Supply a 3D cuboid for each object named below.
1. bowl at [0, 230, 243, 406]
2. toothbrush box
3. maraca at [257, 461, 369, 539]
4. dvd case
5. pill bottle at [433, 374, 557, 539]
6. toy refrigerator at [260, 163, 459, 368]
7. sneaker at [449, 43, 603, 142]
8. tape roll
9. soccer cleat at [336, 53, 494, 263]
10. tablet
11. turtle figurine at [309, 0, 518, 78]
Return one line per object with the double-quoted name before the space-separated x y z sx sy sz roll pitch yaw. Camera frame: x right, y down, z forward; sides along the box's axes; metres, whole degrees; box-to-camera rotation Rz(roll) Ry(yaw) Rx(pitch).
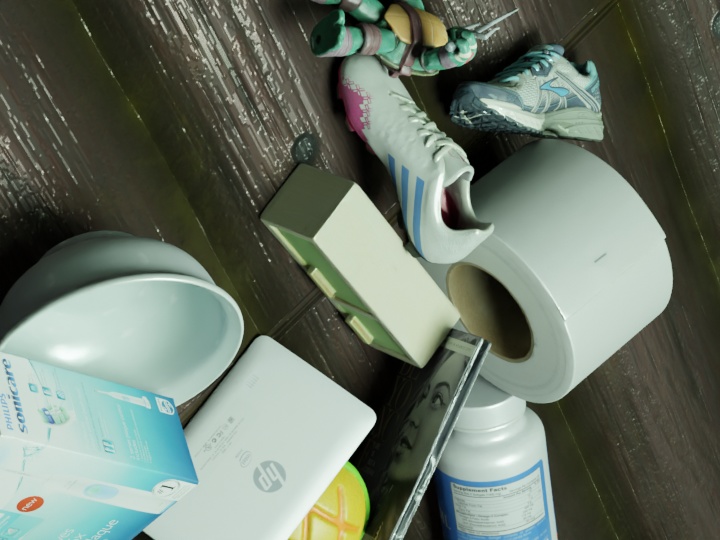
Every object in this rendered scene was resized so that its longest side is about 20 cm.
"bowl" -0.198 0.033 1.547 0.201 0.090 0.201 -15 148 -10
"toothbrush box" -0.248 0.150 1.530 0.146 0.085 0.200 -40 141 25
"maraca" -0.084 0.232 1.751 0.200 0.107 0.137 -28 115 -9
"dvd case" 0.044 0.143 1.809 0.016 0.149 0.200 26 87 -20
"pill bottle" 0.126 0.193 1.925 0.112 0.112 0.200 -28 123 -33
"toy refrigerator" 0.000 0.000 1.759 0.070 0.076 0.200 -53 134 -14
"sneaker" 0.151 -0.168 1.852 0.200 0.078 0.087 2 92 -51
"tape roll" 0.163 0.001 1.824 0.139 0.203 0.203 -37 127 -27
"soccer cleat" 0.053 -0.104 1.714 0.070 0.086 0.200 -27 93 -45
"tablet" -0.094 0.164 1.706 0.200 0.130 0.014 -52 167 -15
"turtle figurine" 0.044 -0.209 1.691 0.200 0.150 0.101 4 127 -35
